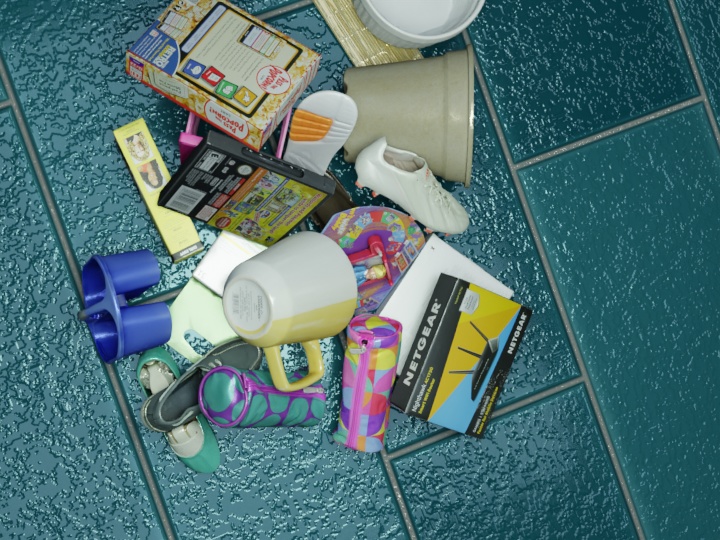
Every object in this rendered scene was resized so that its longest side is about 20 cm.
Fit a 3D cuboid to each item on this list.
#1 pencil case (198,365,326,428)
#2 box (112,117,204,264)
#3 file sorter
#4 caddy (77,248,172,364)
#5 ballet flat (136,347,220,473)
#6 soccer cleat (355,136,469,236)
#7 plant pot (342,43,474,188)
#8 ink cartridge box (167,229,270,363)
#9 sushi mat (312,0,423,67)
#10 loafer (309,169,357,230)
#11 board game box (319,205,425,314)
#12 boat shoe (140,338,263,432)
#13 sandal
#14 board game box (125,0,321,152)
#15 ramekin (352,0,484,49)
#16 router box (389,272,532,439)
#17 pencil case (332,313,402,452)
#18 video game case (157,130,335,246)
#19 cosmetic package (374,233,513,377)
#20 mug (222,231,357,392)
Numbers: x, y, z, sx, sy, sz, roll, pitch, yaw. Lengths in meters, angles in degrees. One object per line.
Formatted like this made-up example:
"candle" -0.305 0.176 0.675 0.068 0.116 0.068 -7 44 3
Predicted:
"pencil case" -0.130 0.174 1.557 0.092 0.199 0.086 -26 71 28
"box" -0.285 -0.110 1.601 0.050 0.075 0.202 -26 91 -10
"file sorter" -0.167 -0.198 1.558 0.137 0.200 0.127 14 83 -7
"caddy" -0.330 0.050 1.533 0.104 0.200 0.143 -12 85 -24
"ballet flat" -0.263 0.203 1.595 0.067 0.070 0.202 -26 92 5
"soccer cleat" 0.082 -0.112 1.553 0.199 0.070 0.078 28 126 -27
"plant pot" 0.066 -0.219 1.611 0.181 0.200 0.203 1 88 3
"ink cartridge box" -0.185 0.048 1.625 0.145 0.048 0.201 36 81 -7
"sushi mat" 0.006 -0.365 1.681 0.095 0.012 0.201 -34 94 -10
"loafer" -0.034 -0.086 1.638 0.073 0.071 0.200 -41 94 -7
"board game box" 0.000 0.000 1.591 0.157 0.039 0.201 18 122 -31
"boat shoe" -0.208 0.156 1.555 0.199 0.062 0.073 -32 96 -26
"sandal" -0.060 -0.189 1.544 0.079 0.207 0.060 24 54 -8
"board game box" -0.172 -0.262 1.434 0.199 0.046 0.152 31 59 5
"ramekin" 0.078 -0.417 1.639 0.198 0.105 0.203 1 85 -13
"router box" 0.143 0.122 1.603 0.148 0.051 0.202 21 90 -31
"pencil case" 0.008 0.158 1.598 0.087 0.089 0.202 2 113 -8
"video game case" -0.155 -0.103 1.506 0.179 0.200 0.026 21 61 -21
"cosmetic package" 0.108 0.070 1.664 0.150 0.052 0.201 35 84 -8
"mug" -0.094 0.048 1.504 0.149 0.153 0.187 -44 76 31
